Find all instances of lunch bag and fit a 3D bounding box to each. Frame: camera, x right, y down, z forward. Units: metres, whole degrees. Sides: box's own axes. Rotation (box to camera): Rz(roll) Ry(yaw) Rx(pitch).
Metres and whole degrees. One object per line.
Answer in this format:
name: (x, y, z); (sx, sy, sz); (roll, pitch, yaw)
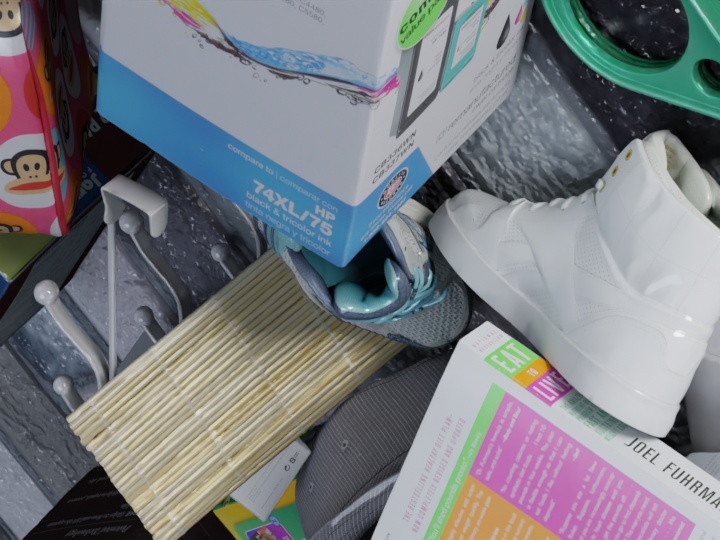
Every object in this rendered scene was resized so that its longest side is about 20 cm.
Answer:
lunch bag: (-0.181, -0.130, 1.124); (0.081, 0.201, 0.177); (-4, 129, -2)

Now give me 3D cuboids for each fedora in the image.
fedora: (0.036, 0.111, 1.224); (0.200, 0.176, 0.091); (-55, 49, 37)

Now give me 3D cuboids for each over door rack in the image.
over door rack: (-0.096, -0.026, 1.184); (0.067, 0.148, 0.200); (38, 144, 13)

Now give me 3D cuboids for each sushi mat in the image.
sushi mat: (-0.052, 0.049, 1.186); (0.096, 0.200, 0.012); (54, 169, -23)

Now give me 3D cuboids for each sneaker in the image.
sneaker: (0.000, 0.000, 1.114); (0.200, 0.077, 0.087); (41, -164, -49)
sneaker: (0.112, -0.018, 1.060); (0.073, 0.116, 0.200); (20, -165, -35)

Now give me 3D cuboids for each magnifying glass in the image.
magnifying glass: (0.160, -0.080, 0.980); (0.200, 0.022, 0.080); (37, 145, 8)

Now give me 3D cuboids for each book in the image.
book: (0.109, 0.131, 1.032); (0.200, 0.048, 0.134); (36, 129, 20)

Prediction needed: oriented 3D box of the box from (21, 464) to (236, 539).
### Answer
box: (-0.146, 0.242, 1.477); (0.164, 0.200, 0.166); (-14, 117, 51)

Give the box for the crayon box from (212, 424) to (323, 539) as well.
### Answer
crayon box: (0.015, 0.189, 1.381); (0.200, 0.058, 0.119); (50, 145, -10)

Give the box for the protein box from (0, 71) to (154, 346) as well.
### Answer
protein box: (-0.255, -0.061, 1.320); (0.198, 0.135, 0.200); (44, 146, 0)

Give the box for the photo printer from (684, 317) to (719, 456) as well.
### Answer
photo printer: (0.250, 0.098, 1.034); (0.199, 0.069, 0.167); (17, 138, 34)

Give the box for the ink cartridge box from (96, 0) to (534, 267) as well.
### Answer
ink cartridge box: (-0.013, -0.140, 0.981); (0.146, 0.147, 0.201); (33, 145, 16)

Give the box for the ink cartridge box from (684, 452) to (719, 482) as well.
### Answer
ink cartridge box: (0.254, 0.164, 1.005); (0.199, 0.041, 0.200); (-7, 124, 49)

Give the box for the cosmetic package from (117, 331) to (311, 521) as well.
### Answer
cosmetic package: (-0.091, 0.084, 1.298); (0.082, 0.051, 0.200); (34, 177, -14)
